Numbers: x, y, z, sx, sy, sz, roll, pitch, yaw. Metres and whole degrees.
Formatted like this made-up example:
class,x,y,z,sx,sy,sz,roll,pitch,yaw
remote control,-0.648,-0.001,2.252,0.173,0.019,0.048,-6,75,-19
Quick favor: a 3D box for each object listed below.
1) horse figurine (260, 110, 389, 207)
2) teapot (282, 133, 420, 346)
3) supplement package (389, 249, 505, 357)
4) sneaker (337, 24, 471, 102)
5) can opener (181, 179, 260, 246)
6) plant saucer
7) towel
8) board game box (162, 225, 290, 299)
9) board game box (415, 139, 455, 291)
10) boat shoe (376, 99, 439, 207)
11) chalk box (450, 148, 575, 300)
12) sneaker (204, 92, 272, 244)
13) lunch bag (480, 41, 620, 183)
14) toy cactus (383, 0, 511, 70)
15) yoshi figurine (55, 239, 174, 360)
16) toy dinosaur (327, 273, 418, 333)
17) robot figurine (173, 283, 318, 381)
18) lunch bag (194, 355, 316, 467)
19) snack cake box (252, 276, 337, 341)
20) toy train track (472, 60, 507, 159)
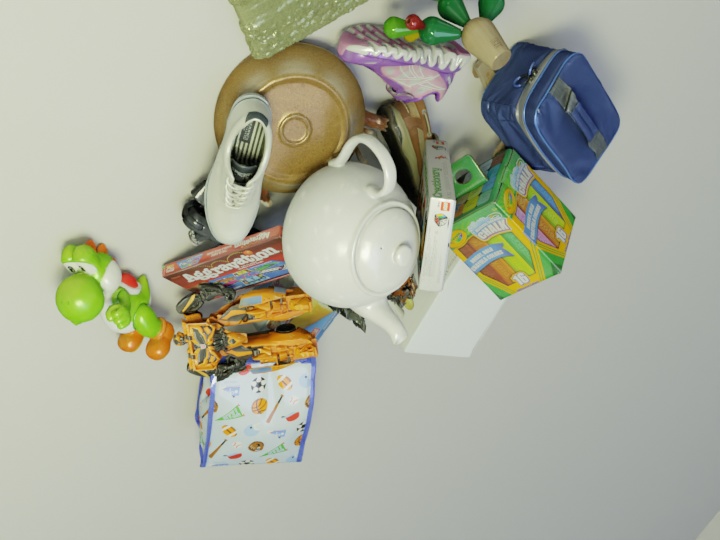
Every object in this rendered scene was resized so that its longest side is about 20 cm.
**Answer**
class,x,y,z,sx,sy,sz,roll,pitch,yaw
horse figurine,-0.054,-0.154,1.339,0.132,0.050,0.200,28,113,-38
teapot,0.007,-0.041,1.256,0.199,0.145,0.199,35,79,-44
supplement package,0.145,0.026,1.606,0.154,0.111,0.202,8,121,-40
sneaker,0.052,-0.262,1.298,0.198,0.081,0.089,-1,127,-36
can opener,-0.167,-0.049,1.346,0.078,0.064,0.199,-34,142,17
plant saucer,-0.085,-0.183,1.259,0.197,0.036,0.203,-7,120,-12
towel,-0.066,-0.347,1.170,0.199,0.037,0.149,-34,140,-7
board game box,-0.159,-0.007,1.340,0.198,0.020,0.103,-17,150,28
board game box,0.096,-0.077,1.310,0.034,0.201,0.128,5,117,-1
boat shoe,0.084,-0.165,1.417,0.073,0.076,0.201,-33,140,-10
chalk box,0.199,-0.081,1.457,0.200,0.125,0.124,42,137,-20
sneaker,-0.152,-0.114,1.219,0.072,0.071,0.203,8,119,-9
lunch bag,0.276,-0.228,1.419,0.200,0.132,0.137,40,79,-44
toy cactus,0.131,-0.322,1.237,0.198,0.166,0.103,-23,153,-29
yoshi figurine,-0.330,0.053,1.291,0.111,0.113,0.201,-30,136,2
toy dinosaur,0.000,0.000,1.411,0.199,0.102,0.136,39,85,-20
robot figurine,-0.161,0.084,1.377,0.197,0.058,0.147,-9,112,-6
lunch bag,-0.160,0.192,1.512,0.167,0.125,0.202,-3,135,-17
snack cake box,-0.069,0.010,1.469,0.114,0.067,0.201,19,114,-45
toy train track,0.205,-0.233,1.469,0.115,0.032,0.201,-50,133,-15
